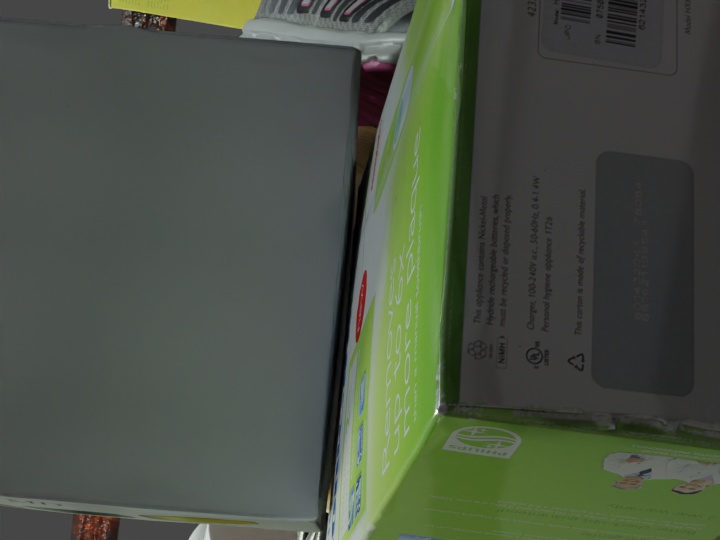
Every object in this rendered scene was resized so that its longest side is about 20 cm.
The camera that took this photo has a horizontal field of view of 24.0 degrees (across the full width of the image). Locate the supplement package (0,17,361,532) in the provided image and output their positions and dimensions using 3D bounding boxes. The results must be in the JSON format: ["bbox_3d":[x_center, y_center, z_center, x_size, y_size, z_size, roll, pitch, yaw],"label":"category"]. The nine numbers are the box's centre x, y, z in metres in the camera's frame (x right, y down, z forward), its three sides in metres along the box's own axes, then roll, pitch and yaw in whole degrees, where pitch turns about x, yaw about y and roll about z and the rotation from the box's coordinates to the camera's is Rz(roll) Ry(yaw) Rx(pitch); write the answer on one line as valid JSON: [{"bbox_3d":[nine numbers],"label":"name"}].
[{"bbox_3d":[-0.081,0.013,0.612,0.200,0.152,0.151,95,180,-80],"label":"supplement package"}]

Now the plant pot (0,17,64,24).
[{"bbox_3d":[-0.115,0.007,0.805,0.176,0.200,0.200,121,154,-80],"label":"plant pot"}]

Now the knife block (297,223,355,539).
[{"bbox_3d":[0.010,0.060,0.769,0.176,0.064,0.200,169,107,-78],"label":"knife block"}]

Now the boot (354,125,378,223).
[{"bbox_3d":[0.000,0.000,0.951,0.166,0.072,0.200,-52,-21,-57],"label":"boot"}]

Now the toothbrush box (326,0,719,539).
[{"bbox_3d":[0.046,0.005,0.449,0.200,0.086,0.146,107,169,-67],"label":"toothbrush box"}]

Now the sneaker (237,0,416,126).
[{"bbox_3d":[0.025,-0.099,0.600,0.200,0.074,0.088,11,81,56],"label":"sneaker"}]

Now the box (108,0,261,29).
[{"bbox_3d":[-0.051,-0.181,1.049,0.075,0.200,0.050,-93,15,-55],"label":"box"}]

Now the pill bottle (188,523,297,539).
[{"bbox_3d":[-0.091,0.257,1.359,0.200,0.112,0.112,103,172,-52],"label":"pill bottle"}]
